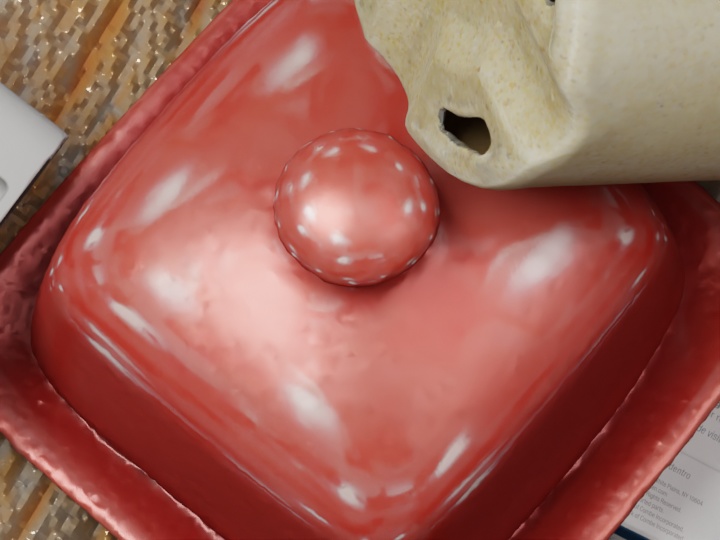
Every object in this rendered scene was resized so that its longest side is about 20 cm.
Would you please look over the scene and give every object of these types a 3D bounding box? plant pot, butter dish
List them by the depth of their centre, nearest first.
[{"bbox_3d":[0.102,-0.101,0.747,0.183,0.200,0.200,-10,84,-24],"label":"plant pot"},{"bbox_3d":[0.000,0.000,0.812,0.199,0.148,0.200,39,78,12],"label":"butter dish"}]

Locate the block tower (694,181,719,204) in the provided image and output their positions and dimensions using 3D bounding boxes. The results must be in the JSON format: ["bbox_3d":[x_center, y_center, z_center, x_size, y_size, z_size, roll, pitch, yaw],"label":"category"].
[{"bbox_3d":[0.053,-0.105,0.903,0.200,0.054,0.058,37,64,16],"label":"block tower"}]

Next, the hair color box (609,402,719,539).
[{"bbox_3d":[0.100,-0.003,0.944,0.100,0.061,0.200,28,69,-17],"label":"hair color box"}]

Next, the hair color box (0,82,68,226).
[{"bbox_3d":[-0.194,-0.057,0.793,0.200,0.061,0.102,39,51,-8],"label":"hair color box"}]
